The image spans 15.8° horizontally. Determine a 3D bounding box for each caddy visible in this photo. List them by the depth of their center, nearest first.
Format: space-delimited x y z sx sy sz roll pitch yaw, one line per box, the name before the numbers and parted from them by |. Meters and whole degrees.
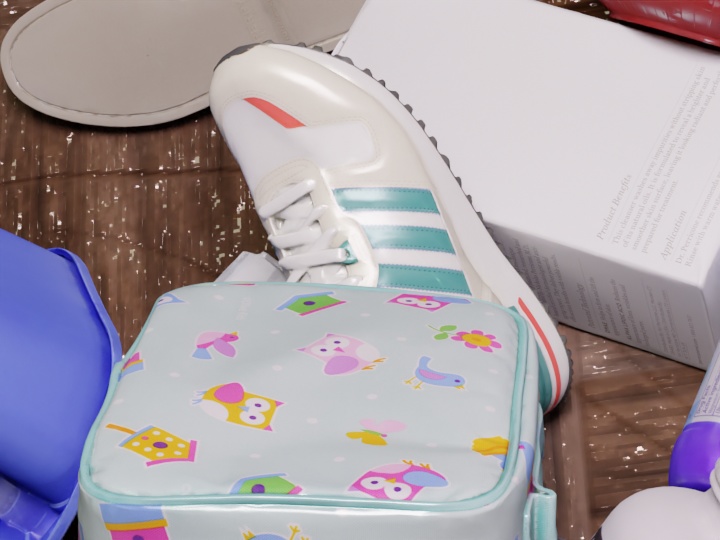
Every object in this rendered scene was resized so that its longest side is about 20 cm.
caddy | -0.163 0.058 1.063 0.141 0.105 0.200 -54 28 11

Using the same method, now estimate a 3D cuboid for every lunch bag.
lunch bag | -0.010 0.071 0.907 0.160 0.077 0.200 5 22 5

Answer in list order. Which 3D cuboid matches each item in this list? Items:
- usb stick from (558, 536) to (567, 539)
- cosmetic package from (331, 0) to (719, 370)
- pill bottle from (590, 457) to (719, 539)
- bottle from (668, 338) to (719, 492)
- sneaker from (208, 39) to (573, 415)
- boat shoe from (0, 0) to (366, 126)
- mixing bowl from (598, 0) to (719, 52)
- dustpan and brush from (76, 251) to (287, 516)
usb stick | 0.018 0.110 1.012 0.200 0.033 0.055 18 55 -1
cosmetic package | 0.080 -0.046 1.101 0.200 0.081 0.113 20 67 26
pill bottle | 0.099 0.152 0.860 0.112 0.112 0.200 46 109 32
bottle | 0.184 0.017 1.032 0.065 0.084 0.200 15 66 23
sneaker | 0.000 0.001 1.034 0.070 0.200 0.093 -30 12 44
boat shoe | -0.069 -0.118 1.210 0.200 0.073 0.063 -14 14 13
mixing bowl | 0.165 -0.145 1.090 0.200 0.200 0.108 19 95 24
dustpan and brush | -0.022 0.102 1.064 0.140 0.057 0.200 -47 52 0
